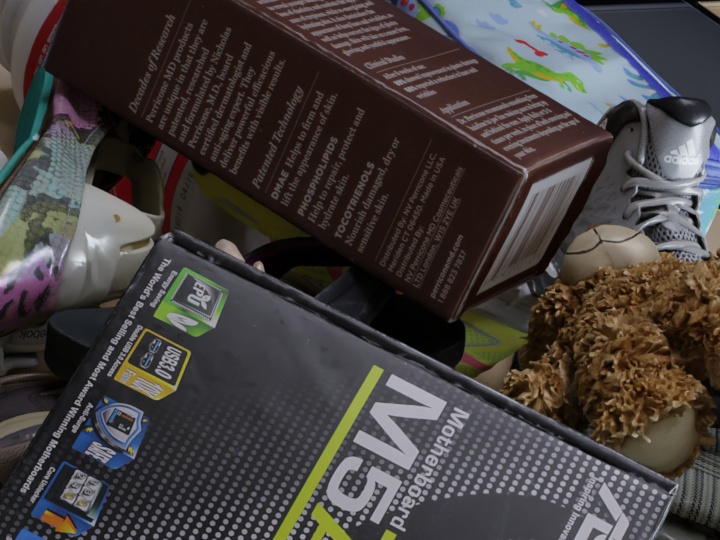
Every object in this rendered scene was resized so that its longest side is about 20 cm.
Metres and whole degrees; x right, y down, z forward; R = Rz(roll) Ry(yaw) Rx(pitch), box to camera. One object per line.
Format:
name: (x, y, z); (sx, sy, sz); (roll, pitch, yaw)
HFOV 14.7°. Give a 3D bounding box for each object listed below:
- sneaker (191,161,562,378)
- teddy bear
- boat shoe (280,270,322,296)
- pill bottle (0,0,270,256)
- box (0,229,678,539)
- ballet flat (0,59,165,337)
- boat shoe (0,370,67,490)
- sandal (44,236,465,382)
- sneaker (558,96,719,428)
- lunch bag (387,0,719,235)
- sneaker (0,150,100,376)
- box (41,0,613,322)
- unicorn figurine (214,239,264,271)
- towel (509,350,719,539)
sneaker: (0.000, 0.000, 1.196); (0.200, 0.090, 0.078); (28, 31, -32)
teddy bear: (0.116, 0.022, 1.104); (0.067, 0.145, 0.200); (49, 18, -12)
boat shoe: (0.034, 0.072, 1.133); (0.200, 0.063, 0.073); (32, 26, 18)
pill bottle: (-0.088, -0.084, 1.279); (0.112, 0.113, 0.200); (-7, 38, -47)
box: (-0.027, 0.113, 0.889); (0.193, 0.048, 0.200); (27, 67, 11)
ballet flat: (-0.111, -0.024, 1.072); (0.071, 0.069, 0.200); (22, 26, -6)
boat shoe: (-0.068, 0.064, 1.052); (0.199, 0.075, 0.073); (6, 30, -35)
sandal: (-0.029, 0.016, 1.055); (0.075, 0.048, 0.200); (23, 18, 40)
sneaker: (0.138, -0.019, 1.282); (0.075, 0.116, 0.200); (11, 24, -24)
lunch bag: (0.098, -0.084, 1.480); (0.160, 0.083, 0.200); (7, 30, -37)
sneaker: (-0.163, 0.006, 1.092); (0.087, 0.075, 0.200); (34, 27, 10)
box: (-0.013, -0.066, 1.091); (0.200, 0.075, 0.100); (34, 22, 16)
unicorn figurine: (-0.027, 0.099, 0.966); (0.137, 0.074, 0.200); (-34, 78, -33)
towel: (0.159, 0.084, 1.267); (0.199, 0.035, 0.193); (21, 22, 0)
